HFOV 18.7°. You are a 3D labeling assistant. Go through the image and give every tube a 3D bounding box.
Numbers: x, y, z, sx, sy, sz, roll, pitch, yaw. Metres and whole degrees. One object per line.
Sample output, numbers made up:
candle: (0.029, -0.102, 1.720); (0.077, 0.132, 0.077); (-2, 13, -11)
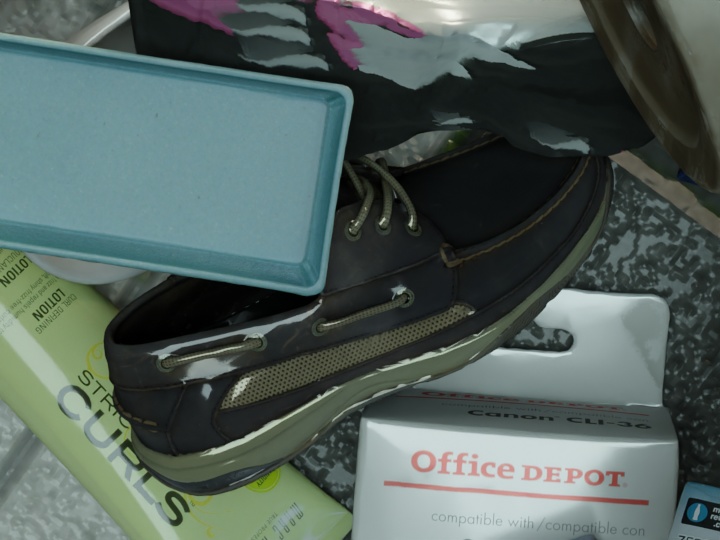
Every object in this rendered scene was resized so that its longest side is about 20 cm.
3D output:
tube: (-0.092, 0.048, 0.806); (0.058, 0.052, 0.200); (-44, 92, 9)

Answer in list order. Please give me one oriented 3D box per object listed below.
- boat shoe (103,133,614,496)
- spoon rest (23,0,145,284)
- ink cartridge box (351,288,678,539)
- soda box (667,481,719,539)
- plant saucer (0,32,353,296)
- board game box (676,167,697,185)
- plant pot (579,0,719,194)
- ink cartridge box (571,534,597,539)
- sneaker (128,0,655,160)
boat shoe: (0.000, 0.000, 0.758); (0.199, 0.074, 0.074); (-35, 129, -9)
spoon rest: (-0.067, -0.088, 0.772); (0.060, 0.099, 0.201); (26, 98, 43)
ink cartridge box: (0.053, 0.108, 0.795); (0.116, 0.068, 0.202); (3, 98, 4)
soda box: (0.145, 0.145, 0.725); (0.063, 0.200, 0.069); (11, 65, 24)
plant saucer: (-0.105, -0.041, 0.707); (0.198, 0.019, 0.070); (8, 102, -5)
board game box: (0.226, -0.068, 0.766); (0.199, 0.034, 0.136); (16, 88, 2)
plant pot: (0.154, -0.114, 0.651); (0.173, 0.200, 0.201); (-27, 95, -1)
ink cartridge box: (0.008, 0.180, 0.752); (0.199, 0.042, 0.120); (-20, 96, 2)
sneaker: (0.015, -0.091, 0.748); (0.199, 0.087, 0.081); (6, 141, -15)
